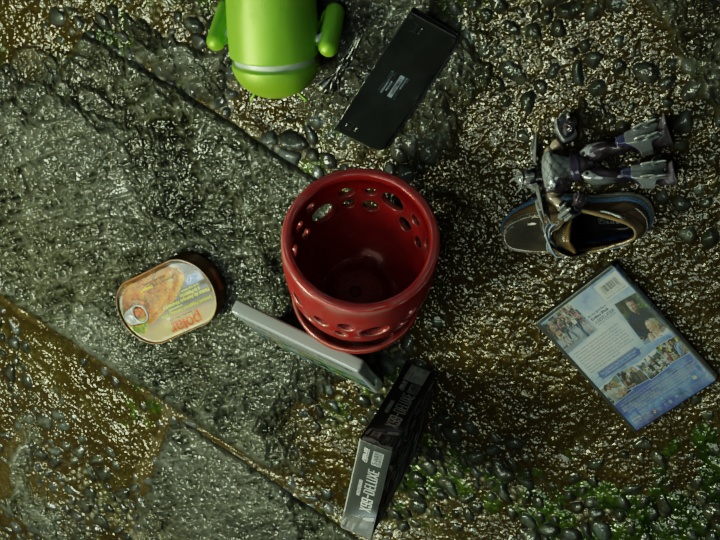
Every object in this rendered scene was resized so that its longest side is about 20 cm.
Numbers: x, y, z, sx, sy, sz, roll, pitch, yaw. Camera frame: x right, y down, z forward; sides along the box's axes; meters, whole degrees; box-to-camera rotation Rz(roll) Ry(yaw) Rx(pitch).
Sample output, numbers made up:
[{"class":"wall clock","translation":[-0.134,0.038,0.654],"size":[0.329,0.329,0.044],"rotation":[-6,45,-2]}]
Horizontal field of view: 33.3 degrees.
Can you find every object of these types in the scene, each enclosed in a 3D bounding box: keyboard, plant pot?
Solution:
[{"class":"keyboard","translation":[0.024,-0.247,1.514],"size":[0.126,0.021,0.201],"rotation":[24,126,-17]},{"class":"plant pot","translation":[0.000,0.000,1.543],"size":[0.199,0.202,0.183],"rotation":[26,155,13]}]

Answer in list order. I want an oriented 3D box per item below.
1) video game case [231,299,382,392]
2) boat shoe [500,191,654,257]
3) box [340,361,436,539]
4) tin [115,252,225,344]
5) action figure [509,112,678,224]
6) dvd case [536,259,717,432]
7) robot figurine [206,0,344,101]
[{"class":"video game case","translation":[-0.071,0.108,1.686],"size":[0.198,0.182,0.022],"rotation":[24,80,14]},{"class":"boat shoe","translation":[0.256,-0.054,1.478],"size":[0.198,0.072,0.073],"rotation":[-11,110,31]},{"class":"box","translation":[0.040,0.246,1.664],"size":[0.049,0.200,0.159],"rotation":[19,123,12]},{"class":"tin","translation":[-0.288,0.043,1.832],"size":[0.198,0.042,0.113],"rotation":[-22,99,34]},{"class":"action figure","translation":[0.271,-0.126,1.425],"size":[0.197,0.069,0.132],"rotation":[-10,79,20]},{"class":"dvd case","translation":[0.340,0.100,1.547],"size":[0.200,0.018,0.143],"rotation":[47,126,-2]},{"class":"robot figurine","translation":[-0.110,-0.308,1.511],"size":[0.173,0.116,0.203],"rotation":[4,117,12]}]
